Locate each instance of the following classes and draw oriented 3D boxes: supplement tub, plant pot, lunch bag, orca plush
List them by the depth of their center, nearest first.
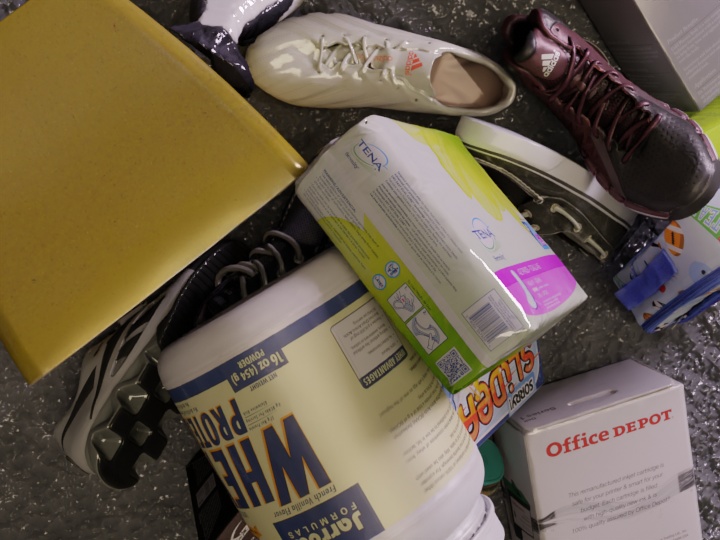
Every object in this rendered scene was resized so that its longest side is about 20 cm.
[{"bbox_3d":[-0.015,0.101,0.606,0.144,0.145,0.201,-31,93,-7],"label":"supplement tub"},{"bbox_3d":[-0.170,-0.070,0.646,0.200,0.200,0.177,-38,97,-5],"label":"plant pot"},{"bbox_3d":[-0.063,-0.173,0.674,0.104,0.201,0.071,9,136,-4],"label":"orca plush"},{"bbox_3d":[0.281,-0.018,0.776,0.160,0.200,0.076,-29,76,-9],"label":"lunch bag"}]

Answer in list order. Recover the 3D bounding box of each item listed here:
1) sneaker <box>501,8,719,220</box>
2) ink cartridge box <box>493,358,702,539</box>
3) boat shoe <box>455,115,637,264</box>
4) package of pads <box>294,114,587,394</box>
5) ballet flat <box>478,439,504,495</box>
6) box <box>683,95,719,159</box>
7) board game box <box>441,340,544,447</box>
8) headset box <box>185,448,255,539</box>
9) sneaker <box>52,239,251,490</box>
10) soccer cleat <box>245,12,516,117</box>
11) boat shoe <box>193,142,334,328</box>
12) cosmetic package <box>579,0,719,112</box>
[{"bbox_3d":[0.157,-0.116,0.705,0.115,0.200,0.076,22,113,-45],"label":"sneaker"},{"bbox_3d":[0.201,0.191,0.850,0.145,0.084,0.201,-14,105,-12],"label":"ink cartridge box"},{"bbox_3d":[0.140,-0.056,0.767,0.199,0.071,0.064,23,98,-37],"label":"boat shoe"},{"bbox_3d":[0.056,-0.018,0.618,0.068,0.200,0.155,-41,80,18],"label":"package of pads"},{"bbox_3d":[0.034,0.155,0.773,0.199,0.071,0.071,13,99,-48],"label":"ballet flat"},{"bbox_3d":[0.308,-0.126,0.791,0.199,0.122,0.048,-27,103,-8],"label":"box"},{"bbox_3d":[0.074,0.060,0.750,0.200,0.034,0.136,-30,115,-51],"label":"board game box"},{"bbox_3d":[-0.027,0.202,0.756,0.200,0.149,0.075,39,91,-18],"label":"headset box"},{"bbox_3d":[-0.154,0.053,0.733,0.200,0.088,0.074,-56,138,-23],"label":"sneaker"},{"bbox_3d":[0.018,-0.147,0.731,0.199,0.078,0.070,4,101,-16],"label":"soccer cleat"},{"bbox_3d":[-0.057,0.004,0.703,0.092,0.074,0.201,8,97,-41],"label":"boat shoe"},{"bbox_3d":[0.226,-0.231,0.768,0.107,0.090,0.200,-38,106,-6],"label":"cosmetic package"}]
